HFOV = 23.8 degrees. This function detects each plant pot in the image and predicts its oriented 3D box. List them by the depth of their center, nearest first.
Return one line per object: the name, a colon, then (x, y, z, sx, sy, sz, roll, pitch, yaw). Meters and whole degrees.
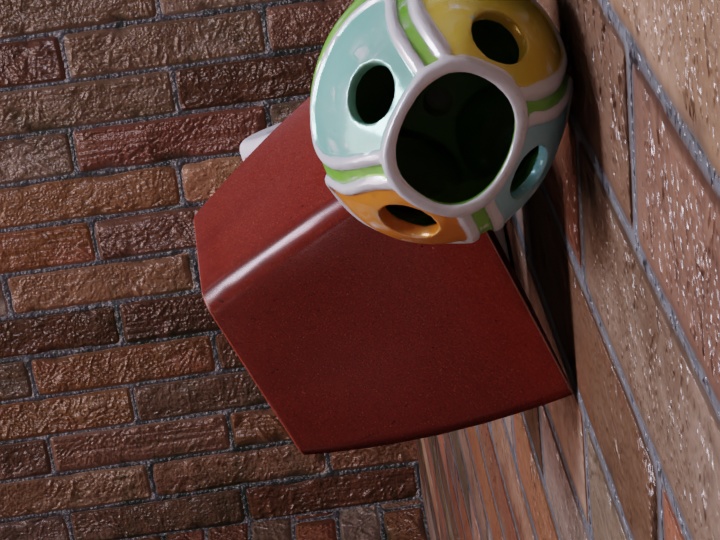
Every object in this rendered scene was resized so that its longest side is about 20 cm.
plant pot: (0.000, 0.000, 1.106, 0.201, 0.175, 0.200, 60, -175, -26)

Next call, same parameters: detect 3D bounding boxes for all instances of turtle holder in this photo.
turtle holder: (0.057, -0.096, 0.893, 0.141, 0.185, 0.132, 49, -171, -15)

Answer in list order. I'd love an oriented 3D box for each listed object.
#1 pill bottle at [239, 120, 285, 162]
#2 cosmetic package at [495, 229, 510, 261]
pill bottle: (-0.004, -0.021, 1.268, 0.114, 0.113, 0.201, -104, -6, -81)
cosmetic package: (0.074, -0.051, 1.400, 0.102, 0.073, 0.201, 83, 180, -59)
